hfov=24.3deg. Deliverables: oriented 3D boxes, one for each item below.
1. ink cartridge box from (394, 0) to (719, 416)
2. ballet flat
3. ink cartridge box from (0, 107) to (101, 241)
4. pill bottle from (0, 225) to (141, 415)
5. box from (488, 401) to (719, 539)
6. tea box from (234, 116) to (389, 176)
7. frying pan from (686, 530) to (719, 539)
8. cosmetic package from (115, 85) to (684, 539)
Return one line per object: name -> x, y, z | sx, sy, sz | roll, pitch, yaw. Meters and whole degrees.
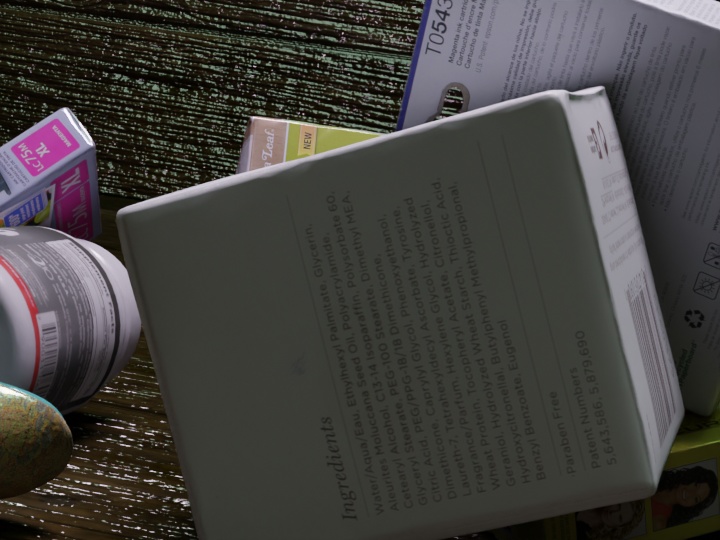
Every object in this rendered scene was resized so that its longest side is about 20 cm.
ink cartridge box -> 0.115, -0.050, 0.832 | 0.198, 0.198, 0.043 | 23, 32, 15
ballet flat -> -0.229, 0.078, 0.735 | 0.197, 0.072, 0.071 | 9, 5, 6
ink cartridge box -> -0.248, -0.007, 1.018 | 0.199, 0.042, 0.120 | -34, -18, -20
pill bottle -> -0.200, 0.033, 0.933 | 0.112, 0.115, 0.200 | 9, 5, 10
box -> 0.164, 0.100, 0.851 | 0.198, 0.051, 0.075 | -11, 13, -18
tea box -> 0.000, 0.000, 1.171 | 0.194, 0.135, 0.200 | 7, -18, -9
frying pan -> 0.207, 0.132, 0.888 | 0.114, 0.031, 0.189 | -8, 18, -39
cosmetic package -> 0.026, 0.023, 0.744 | 0.198, 0.167, 0.165 | -13, 2, 15
